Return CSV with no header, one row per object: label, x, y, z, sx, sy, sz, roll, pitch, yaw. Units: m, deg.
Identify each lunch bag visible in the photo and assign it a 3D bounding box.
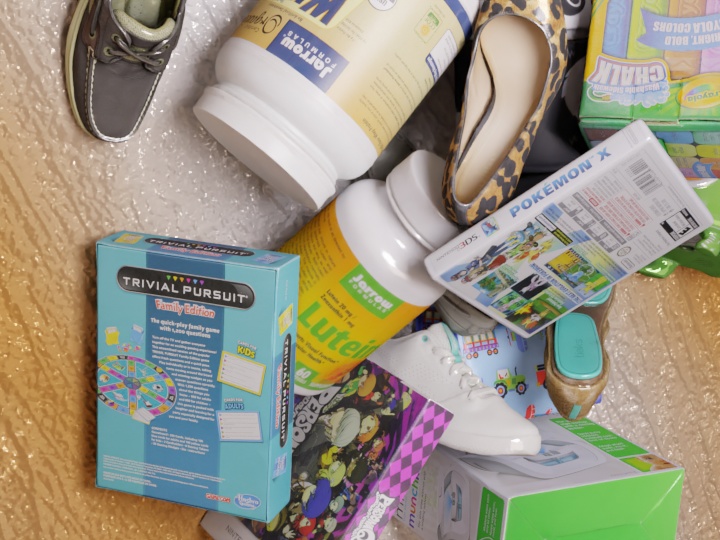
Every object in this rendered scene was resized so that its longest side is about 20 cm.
lunch bag,0.125,0.029,1.208,0.150,0.094,0.201,-8,96,-27

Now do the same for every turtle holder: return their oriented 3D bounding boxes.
turtle holder,0.331,-0.059,1.261,0.185,0.141,0.132,21,76,-25

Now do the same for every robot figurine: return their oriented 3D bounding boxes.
robot figurine,0.142,-0.152,1.120,0.124,0.150,0.201,-7,105,-21

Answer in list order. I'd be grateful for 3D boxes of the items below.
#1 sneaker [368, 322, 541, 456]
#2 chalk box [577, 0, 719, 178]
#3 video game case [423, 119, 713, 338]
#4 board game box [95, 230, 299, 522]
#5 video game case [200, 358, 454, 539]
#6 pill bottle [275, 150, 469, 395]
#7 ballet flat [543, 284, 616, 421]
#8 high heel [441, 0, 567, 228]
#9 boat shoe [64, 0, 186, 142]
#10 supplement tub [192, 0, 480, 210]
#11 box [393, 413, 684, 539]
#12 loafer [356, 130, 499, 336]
sneaker,0.069,0.091,1.112,0.075,0.199,0.089,8,101,-50
chalk box,0.246,-0.144,1.055,0.124,0.123,0.201,38,58,-66
video game case,0.162,-0.023,1.005,0.182,0.022,0.200,-33,153,15
board game box,-0.126,0.080,1.027,0.047,0.150,0.201,-34,130,-67
video game case,-0.033,0.164,1.084,0.036,0.181,0.201,35,86,-33
pill bottle,0.000,0.000,1.043,0.111,0.111,0.200,29,123,-34
ballet flat,0.185,0.051,1.145,0.067,0.201,0.073,5,130,3
high heel,0.102,-0.133,0.958,0.143,0.071,0.201,-46,146,-66
boat shoe,-0.162,-0.180,0.955,0.071,0.066,0.202,5,115,-30
supplement tub,-0.019,-0.161,1.016,0.144,0.144,0.200,42,81,-33
box,0.156,0.203,1.211,0.199,0.176,0.097,-3,106,-30
loafer,0.059,-0.038,1.110,0.070,0.070,0.201,-34,91,-16
